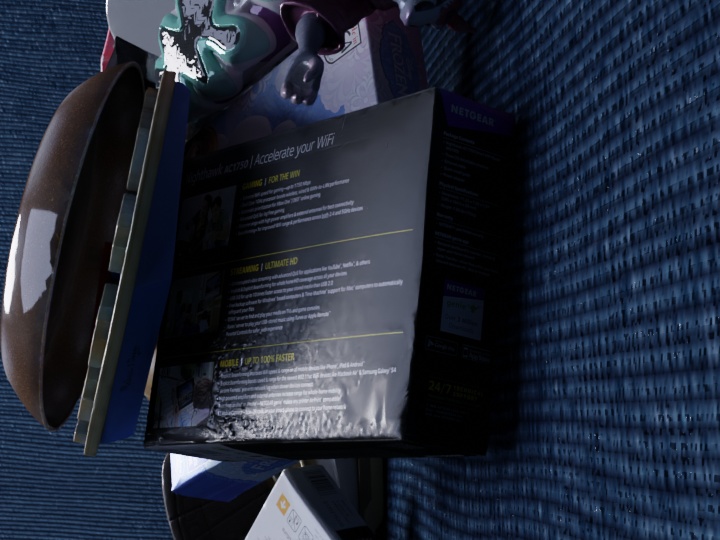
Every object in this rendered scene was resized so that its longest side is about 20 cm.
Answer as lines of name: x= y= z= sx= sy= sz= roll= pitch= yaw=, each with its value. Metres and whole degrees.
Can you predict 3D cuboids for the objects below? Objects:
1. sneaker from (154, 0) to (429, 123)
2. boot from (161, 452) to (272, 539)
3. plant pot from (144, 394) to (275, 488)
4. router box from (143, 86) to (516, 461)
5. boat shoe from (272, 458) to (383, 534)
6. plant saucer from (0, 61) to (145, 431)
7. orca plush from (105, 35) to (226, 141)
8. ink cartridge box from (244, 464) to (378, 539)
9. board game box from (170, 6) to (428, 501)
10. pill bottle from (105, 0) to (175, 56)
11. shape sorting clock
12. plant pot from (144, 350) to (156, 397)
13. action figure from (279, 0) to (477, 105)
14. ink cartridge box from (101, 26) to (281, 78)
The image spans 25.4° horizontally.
sneaker: x=-0.017 y=-0.150 z=0.898 sx=0.200 sy=0.140 sz=0.078 roll=-47 pitch=54 yaw=31
boot: x=-0.067 y=0.199 z=1.086 sx=0.200 sy=0.073 sz=0.151 roll=55 pitch=175 yaw=2
plant pot: x=-0.070 y=0.066 z=1.129 sx=0.200 sy=0.185 sz=0.187 roll=78 pitch=-172 yaw=-51
router box: x=-0.019 y=0.010 z=0.730 sx=0.200 sy=0.051 sz=0.150 roll=-8 pitch=71 yaw=51
boat shoe: x=-0.023 y=0.193 z=0.979 sx=0.075 sy=0.068 sz=0.201 roll=109 pitch=163 yaw=-56
plant saucer: x=-0.154 y=-0.016 z=0.852 sx=0.200 sy=0.032 sz=0.201 roll=14 pitch=-90 yaw=-89
orca plush: x=-0.073 y=-0.067 z=0.979 sx=0.105 sy=0.199 sz=0.071 roll=35 pitch=100 yaw=56
ink cartridge box: x=-0.049 y=0.217 z=0.924 sx=0.095 sy=0.037 sz=0.200 roll=49 pitch=122 yaw=33
board game box: x=-0.035 y=-0.007 z=0.834 sx=0.199 sy=0.043 sz=0.201 roll=-33 pitch=54 yaw=41
pill bottle: x=-0.082 y=-0.210 z=1.068 sx=0.200 sy=0.116 sz=0.117 roll=-59 pitch=-15 yaw=-46
shape sorting clock: x=-0.121 y=-0.004 z=0.819 sx=0.200 sy=0.039 sz=0.201 roll=-171 pitch=90 yaw=-79
plant pot: x=-0.079 y=0.000 z=1.030 sx=0.028 sy=0.199 sz=0.201 roll=74 pitch=-168 yaw=-51
action figure: x=-0.029 y=-0.167 z=0.766 sx=0.134 sy=0.200 sz=0.149 roll=-58 pitch=8 yaw=12
ink cartridge box: x=-0.084 y=-0.133 z=1.158 sx=0.145 sy=0.199 sz=0.085 roll=-101 pitch=14 yaw=-65
